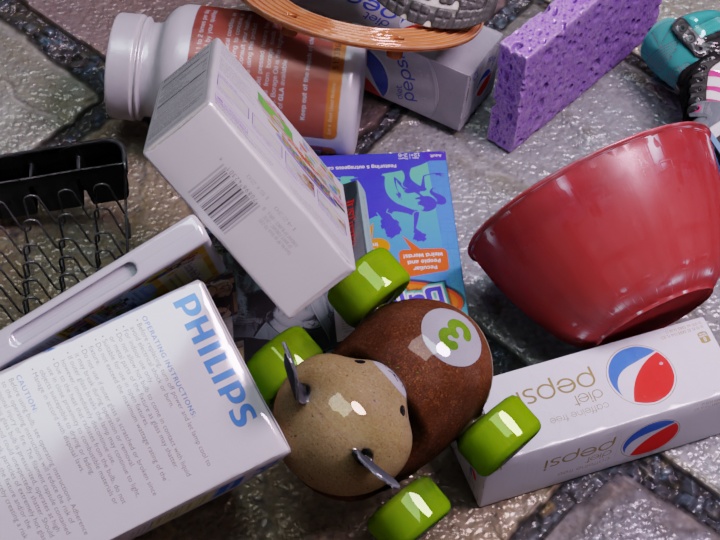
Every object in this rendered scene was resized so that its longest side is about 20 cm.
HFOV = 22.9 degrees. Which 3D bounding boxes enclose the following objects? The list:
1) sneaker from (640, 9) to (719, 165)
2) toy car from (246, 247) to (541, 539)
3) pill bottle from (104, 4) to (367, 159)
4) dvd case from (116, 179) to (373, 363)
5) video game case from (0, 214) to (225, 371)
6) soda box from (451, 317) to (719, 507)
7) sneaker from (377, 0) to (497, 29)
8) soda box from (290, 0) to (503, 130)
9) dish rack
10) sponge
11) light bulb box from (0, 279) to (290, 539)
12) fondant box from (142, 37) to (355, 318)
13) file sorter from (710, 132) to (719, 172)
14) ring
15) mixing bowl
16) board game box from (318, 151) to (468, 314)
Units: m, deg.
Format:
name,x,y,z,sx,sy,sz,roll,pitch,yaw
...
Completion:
name,x,y,z,sx,sy,sz,roll,pitch,yaw
sneaker,0.272,-0.147,1.453,0.121,0.084,0.200,38,52,17
toy car,0.005,0.084,1.126,0.158,0.200,0.164,-42,80,6
pill bottle,-0.098,-0.153,1.420,0.200,0.112,0.112,7,53,2
dvd case,-0.084,0.022,1.300,0.200,0.022,0.146,-18,52,13
video game case,-0.175,0.029,1.171,0.182,0.200,0.023,-31,86,-4
soda box,0.166,0.101,1.274,0.200,0.064,0.068,-15,57,-13
sneaker,0.019,-0.245,1.399,0.200,0.077,0.089,23,12,12
soda box,0.014,-0.194,1.485,0.200,0.064,0.068,25,49,15
dish rack,-0.240,0.002,1.319,0.153,0.055,0.200,-10,54,3
sponge,0.182,-0.192,1.467,0.030,0.112,0.200,35,59,24
light bulb box,-0.175,0.117,1.137,0.200,0.198,0.125,-26,85,-18
fondant box,-0.073,-0.067,1.194,0.058,0.144,0.200,-38,16,10
file sorter,0.376,-0.080,1.330,0.200,0.123,0.139,-27,51,4
ring,-0.002,-0.209,1.407,0.200,0.019,0.201,9,29,-5
mixing bowl,0.190,-0.011,1.295,0.200,0.200,0.109,-21,73,-18
board game box,0.000,0.000,1.352,0.152,0.045,0.200,-3,54,-5
